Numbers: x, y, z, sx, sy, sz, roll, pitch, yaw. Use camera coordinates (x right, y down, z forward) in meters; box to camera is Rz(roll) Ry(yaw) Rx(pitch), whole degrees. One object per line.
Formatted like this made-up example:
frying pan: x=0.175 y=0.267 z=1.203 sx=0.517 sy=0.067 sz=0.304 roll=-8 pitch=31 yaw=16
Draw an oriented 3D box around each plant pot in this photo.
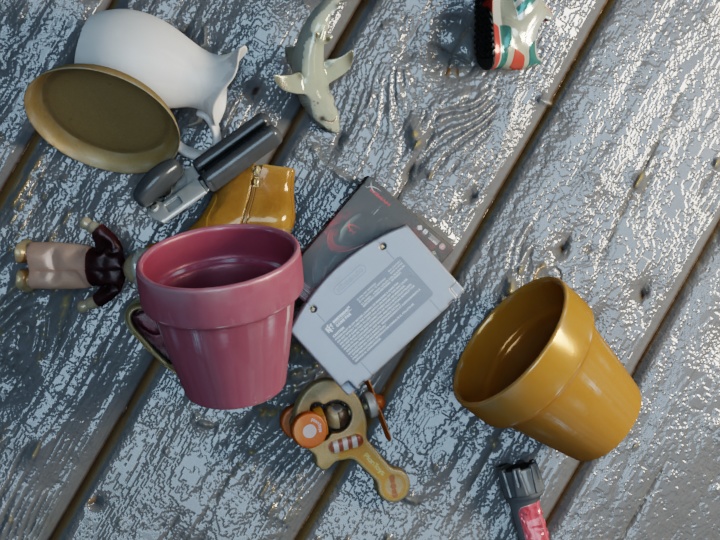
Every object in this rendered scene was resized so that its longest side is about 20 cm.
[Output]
plant pot: x=-0.320 y=-0.194 z=1.674 sx=0.200 sy=0.200 sz=0.028 roll=13 pitch=57 yaw=-3
plant pot: x=0.251 y=0.141 z=1.701 sx=0.183 sy=0.200 sz=0.200 roll=39 pitch=90 yaw=-18
plant pot: x=-0.162 y=0.061 z=1.623 sx=0.199 sy=0.200 sz=0.179 roll=-6 pitch=115 yaw=-2

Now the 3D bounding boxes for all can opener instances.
can opener: x=-0.196 y=-0.135 z=1.696 sx=0.200 sy=0.067 sz=0.053 roll=-36 pitch=57 yaw=-1

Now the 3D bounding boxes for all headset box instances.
headset box: x=0.000 y=0.000 z=1.733 sx=0.149 sy=0.075 sz=0.200 roll=41 pitch=90 yaw=-4

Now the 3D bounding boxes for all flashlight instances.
flashlight: x=0.237 y=0.350 z=1.756 sx=0.068 sy=0.068 sz=0.200 roll=-15 pitch=93 yaw=-1

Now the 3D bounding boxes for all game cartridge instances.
game cartridge: x=0.015 y=0.043 z=1.681 sx=0.200 sy=0.040 sz=0.133 roll=-41 pitch=99 yaw=-1

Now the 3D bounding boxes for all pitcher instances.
pitcher: x=-0.261 y=-0.236 z=1.704 sx=0.200 sy=0.121 sz=0.172 roll=17 pitch=119 yaw=-1

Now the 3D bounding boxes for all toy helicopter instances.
toy helicopter: x=-0.001 y=0.219 z=1.752 sx=0.132 sy=0.079 sz=0.200 roll=-44 pitch=103 yaw=-10

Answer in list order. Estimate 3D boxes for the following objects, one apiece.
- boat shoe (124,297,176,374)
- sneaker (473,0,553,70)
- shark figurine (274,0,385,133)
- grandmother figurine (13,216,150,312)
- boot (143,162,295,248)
boat shoe: x=-0.224 y=0.109 z=1.731 sx=0.200 sy=0.066 sz=0.074 roll=33 pitch=90 yaw=-3
sneaker: x=0.203 y=-0.358 z=1.746 sx=0.093 sy=0.070 sz=0.200 roll=2 pitch=89 yaw=-20
shark figurine: x=-0.061 y=-0.297 z=1.727 sx=0.128 sy=0.089 sz=0.215 roll=10 pitch=100 yaw=-36
grandmother figurine: x=-0.340 y=-0.008 z=1.702 sx=0.199 sy=0.061 sz=0.122 roll=4 pitch=110 yaw=15
boot: x=-0.184 y=-0.075 z=1.736 sx=0.201 sy=0.071 sz=0.144 roll=1 pitch=81 yaw=3
